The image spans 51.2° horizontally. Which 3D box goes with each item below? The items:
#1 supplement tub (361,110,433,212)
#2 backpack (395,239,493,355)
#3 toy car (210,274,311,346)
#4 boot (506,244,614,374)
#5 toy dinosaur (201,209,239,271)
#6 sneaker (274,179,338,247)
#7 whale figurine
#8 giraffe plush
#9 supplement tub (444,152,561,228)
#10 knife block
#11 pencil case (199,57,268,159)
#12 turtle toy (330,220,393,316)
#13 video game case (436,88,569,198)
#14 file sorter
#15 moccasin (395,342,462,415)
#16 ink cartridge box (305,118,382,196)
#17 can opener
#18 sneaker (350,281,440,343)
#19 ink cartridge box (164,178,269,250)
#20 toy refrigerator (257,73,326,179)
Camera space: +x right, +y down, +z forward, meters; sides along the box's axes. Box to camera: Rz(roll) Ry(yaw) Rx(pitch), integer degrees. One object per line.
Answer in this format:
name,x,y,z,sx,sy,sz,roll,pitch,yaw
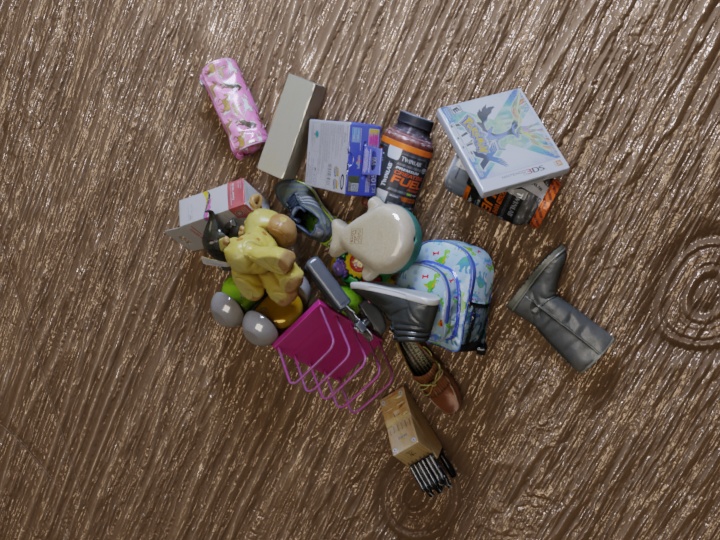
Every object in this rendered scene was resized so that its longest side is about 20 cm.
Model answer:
supplement tub,0.078,-0.207,1.477,0.106,0.107,0.202,21,103,12
backpack,0.160,0.043,1.447,0.182,0.146,0.203,18,99,45
toy car,-0.203,0.082,1.584,0.198,0.175,0.151,25,145,24
boot,0.402,0.075,1.443,0.200,0.072,0.183,41,120,14
toy dinosaur,-0.280,-0.052,1.552,0.101,0.200,0.078,-27,65,7
sneaker,-0.117,-0.127,1.538,0.200,0.081,0.074,43,107,32
whale figurine,0.031,-0.058,1.434,0.198,0.103,0.162,1,85,40
giraffe plush,-0.189,-0.050,1.482,0.198,0.163,0.173,22,141,-1
supplement tub,0.269,-0.166,1.420,0.198,0.122,0.124,28,104,11
knife block,0.127,0.364,1.575,0.064,0.175,0.201,-31,44,16
pencil case,-0.262,-0.337,1.569,0.086,0.083,0.202,-25,91,17
turtle toy,0.000,0.000,1.530,0.144,0.101,0.202,24,103,11
video game case,0.259,-0.238,1.376,0.180,0.022,0.202,-16,63,-16
file sorter,-0.048,0.183,1.503,0.139,0.199,0.126,-43,42,16
moccasin,0.138,0.206,1.532,0.073,0.078,0.203,-29,89,17
ink cartridge box,-0.029,-0.219,1.464,0.199,0.075,0.139,22,110,58
can opener,-0.027,0.050,1.475,0.067,0.053,0.201,-36,87,-15
sneaker,0.054,0.078,1.397,0.198,0.070,0.101,14,102,37
ink cartridge box,-0.303,-0.113,1.586,0.197,0.116,0.068,-16,63,16
toy refrigerator,-0.143,-0.294,1.544,0.069,0.076,0.202,23,104,11
